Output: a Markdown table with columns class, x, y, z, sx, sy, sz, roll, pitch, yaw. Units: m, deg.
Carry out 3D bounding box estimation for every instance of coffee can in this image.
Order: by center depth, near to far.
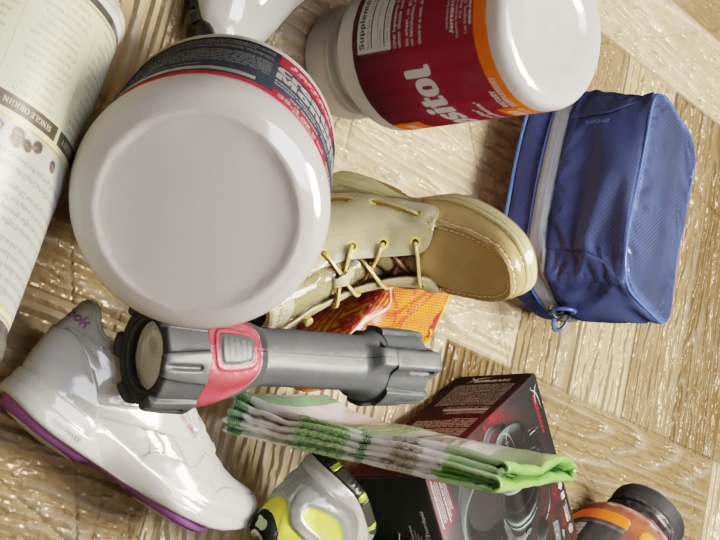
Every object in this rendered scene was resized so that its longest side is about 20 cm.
| class | x | y | z | sx | sy | sz | roll | pitch | yaw |
| --- | --- | --- | --- | --- | --- | --- | --- | --- | --- |
| coffee can | -0.225 | -0.068 | 0.716 | 0.146 | 0.146 | 0.200 | 32 | 67 | -39 |

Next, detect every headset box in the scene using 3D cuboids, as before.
| class | x | y | z | sx | sy | sz | roll | pitch | yaw |
| --- | --- | --- | --- | --- | --- | --- | --- | --- | --- |
| headset box | 0.077 | 0.185 | 1.027 | 0.200 | 0.077 | 0.149 | -32 | 110 | -52 |

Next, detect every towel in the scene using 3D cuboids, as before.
| class | x | y | z | sx | sy | sz | roll | pitch | yaw |
| --- | --- | --- | --- | --- | --- | --- | --- | --- | --- |
| towel | 0.028 | 0.109 | 0.894 | 0.149 | 0.200 | 0.031 | 8 | 90 | -64 |

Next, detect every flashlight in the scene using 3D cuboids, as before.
| class | x | y | z | sx | sy | sz | roll | pitch | yaw |
| --- | --- | --- | --- | --- | --- | --- | --- | --- | --- |
| flashlight | -0.050 | 0.057 | 0.834 | 0.200 | 0.068 | 0.068 | 7 | 121 | -40 |

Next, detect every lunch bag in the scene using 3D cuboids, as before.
| class | x | y | z | sx | sy | sz | roll | pitch | yaw |
| --- | --- | --- | --- | --- | --- | --- | --- | --- | --- |
| lunch bag | 0.189 | -0.044 | 1.131 | 0.136 | 0.132 | 0.200 | 39 | 61 | -54 |

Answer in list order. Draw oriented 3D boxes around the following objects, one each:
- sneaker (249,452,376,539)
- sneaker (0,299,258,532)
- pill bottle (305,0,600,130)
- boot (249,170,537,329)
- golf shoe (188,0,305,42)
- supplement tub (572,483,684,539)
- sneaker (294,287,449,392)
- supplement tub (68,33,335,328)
| class | x | y | z | sx | sy | sz | roll | pitch | yaw |
| --- | --- | --- | --- | --- | --- | --- | --- | --- | --- |
| sneaker | -0.027 | 0.205 | 0.939 | 0.076 | 0.075 | 0.200 | -33 | 132 | -18 |
| sneaker | -0.123 | 0.096 | 0.848 | 0.200 | 0.075 | 0.100 | 42 | 74 | -35 |
| pill bottle | 0.059 | -0.158 | 0.957 | 0.113 | 0.200 | 0.113 | 2 | 87 | -44 |
| boot | 0.000 | 0.000 | 0.900 | 0.155 | 0.200 | 0.073 | -31 | 129 | -39 |
| golf shoe | -0.043 | -0.225 | 0.937 | 0.078 | 0.094 | 0.200 | 49 | 59 | -33 |
| supplement tub | 0.198 | 0.269 | 1.141 | 0.200 | 0.107 | 0.107 | -42 | 117 | -36 |
| sneaker | 0.022 | 0.035 | 1.002 | 0.200 | 0.073 | 0.077 | -40 | 112 | -37 |
| supplement tub | -0.085 | -0.061 | 0.798 | 0.200 | 0.140 | 0.141 | -89 | 159 | -71 |
